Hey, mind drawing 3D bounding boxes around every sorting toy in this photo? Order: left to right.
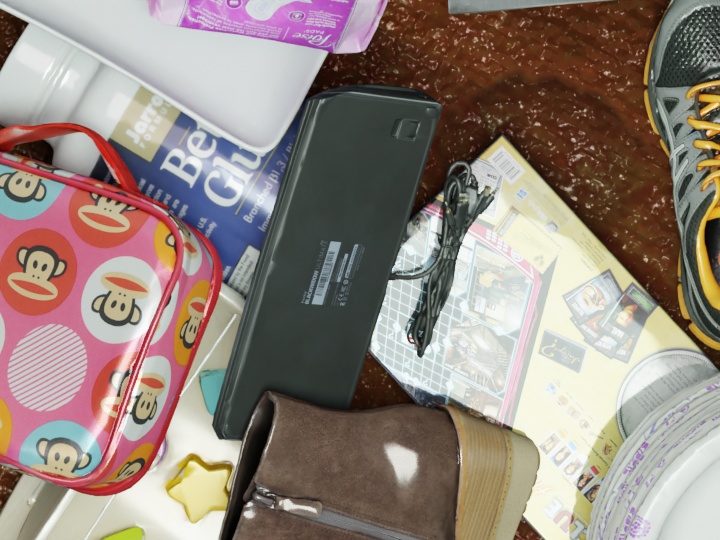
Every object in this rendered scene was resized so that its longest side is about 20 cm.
[{"bbox_3d":[-0.079,0.122,1.583,0.180,0.107,0.200,34,89,-9],"label":"sorting toy"}]

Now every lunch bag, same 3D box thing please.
[{"bbox_3d":[-0.177,0.007,1.501,0.200,0.082,0.176,20,88,19],"label":"lunch bag"}]

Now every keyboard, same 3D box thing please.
[{"bbox_3d":[0.000,0.000,1.519,0.127,0.021,0.200,6,113,-31],"label":"keyboard"}]

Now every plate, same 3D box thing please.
[{"bbox_3d":[-0.095,-0.174,1.537,0.200,0.032,0.200,29,61,-1],"label":"plate"}]

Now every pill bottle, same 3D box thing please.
[{"bbox_3d":[-0.094,-0.066,1.567,0.200,0.111,0.111,31,90,-1],"label":"pill bottle"}]

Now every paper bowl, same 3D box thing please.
[{"bbox_3d":[0.216,0.147,1.560,0.201,0.104,0.201,-4,107,-14],"label":"paper bowl"}]

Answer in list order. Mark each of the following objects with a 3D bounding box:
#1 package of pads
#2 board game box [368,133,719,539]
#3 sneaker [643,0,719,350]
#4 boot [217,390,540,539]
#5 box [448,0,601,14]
[{"bbox_3d":[-0.043,-0.217,1.512,0.120,0.076,0.200,9,62,-10],"label":"package of pads"},{"bbox_3d":[0.095,0.044,1.609,0.135,0.035,0.200,-42,91,0],"label":"board game box"},{"bbox_3d":[0.201,-0.056,1.588,0.078,0.077,0.200,-9,89,1],"label":"sneaker"},{"bbox_3d":[-0.003,0.161,1.555,0.166,0.072,0.200,8,104,-26],"label":"boot"},{"bbox_3d":[0.119,-0.217,1.528,0.048,0.200,0.158,-7,95,-38],"label":"box"}]
